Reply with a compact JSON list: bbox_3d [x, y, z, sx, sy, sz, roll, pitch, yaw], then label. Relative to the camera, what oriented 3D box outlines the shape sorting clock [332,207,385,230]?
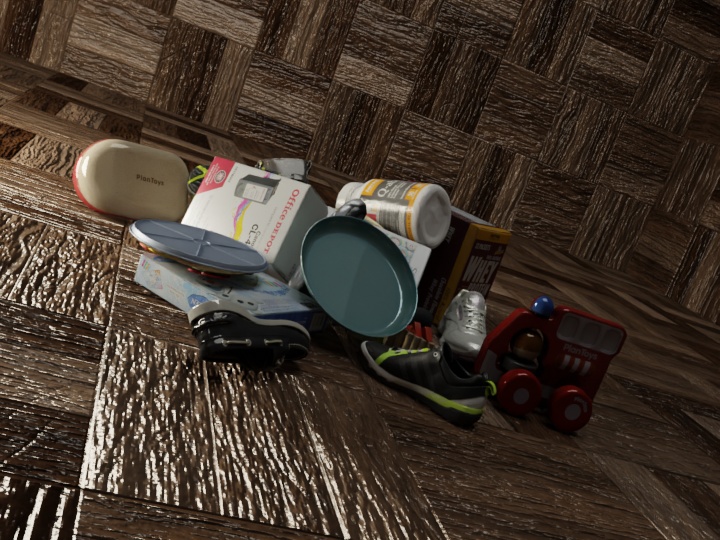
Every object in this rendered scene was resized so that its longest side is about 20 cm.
[{"bbox_3d":[0.004,-0.032,1.470,0.198,0.039,0.201,26,-31,17],"label":"shape sorting clock"}]

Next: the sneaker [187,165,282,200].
[{"bbox_3d":[-0.209,-0.141,1.426,0.197,0.077,0.076,11,-19,-14],"label":"sneaker"}]

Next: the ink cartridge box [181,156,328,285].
[{"bbox_3d":[-0.173,-0.082,1.286,0.198,0.149,0.086,18,-16,28],"label":"ink cartridge box"}]

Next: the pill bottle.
[{"bbox_3d":[0.058,-0.107,1.466,0.198,0.119,0.116,11,4,37],"label":"pill bottle"}]

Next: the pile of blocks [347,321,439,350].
[{"bbox_3d":[0.070,0.100,1.206,0.198,0.063,0.082,27,13,24],"label":"pile of blocks"}]

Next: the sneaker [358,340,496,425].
[{"bbox_3d":[0.092,0.127,1.070,0.198,0.084,0.071,27,13,24],"label":"sneaker"}]

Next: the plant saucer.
[{"bbox_3d":[-0.005,0.011,1.170,0.198,0.027,0.203,20,50,-25],"label":"plant saucer"}]

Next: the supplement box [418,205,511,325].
[{"bbox_3d":[0.149,-0.023,1.546,0.199,0.200,0.132,29,14,35],"label":"supplement box"}]

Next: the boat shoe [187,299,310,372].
[{"bbox_3d":[-0.121,0.088,0.930,0.200,0.073,0.061,32,38,-58],"label":"boat shoe"}]

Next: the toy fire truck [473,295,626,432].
[{"bbox_3d":[0.275,0.127,1.181,0.197,0.170,0.112,19,12,-10],"label":"toy fire truck"}]

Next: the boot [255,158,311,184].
[{"bbox_3d":[-0.173,-0.135,1.510,0.197,0.070,0.176,-7,58,-17],"label":"boot"}]

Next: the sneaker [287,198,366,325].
[{"bbox_3d":[-0.022,-0.010,1.252,0.113,0.201,0.076,30,-13,16],"label":"sneaker"}]

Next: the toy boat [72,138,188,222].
[{"bbox_3d":[-0.405,-0.147,1.394,0.198,0.133,0.130,11,-15,-41],"label":"toy boat"}]

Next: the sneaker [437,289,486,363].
[{"bbox_3d":[0.176,0.089,1.348,0.074,0.101,0.200,21,13,-10],"label":"sneaker"}]

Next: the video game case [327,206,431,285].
[{"bbox_3d":[0.000,0.000,1.328,0.197,0.184,0.024,22,-33,4],"label":"video game case"}]

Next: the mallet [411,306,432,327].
[{"bbox_3d":[0.041,0.056,1.422,0.065,0.042,0.199,14,10,-45],"label":"mallet"}]

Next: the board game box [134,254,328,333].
[{"bbox_3d":[-0.173,0.034,1.112,0.197,0.044,0.199,27,14,29],"label":"board game box"}]

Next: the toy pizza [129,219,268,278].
[{"bbox_3d":[-0.225,-0.025,1.115,0.197,0.032,0.200,18,10,-3],"label":"toy pizza"}]
